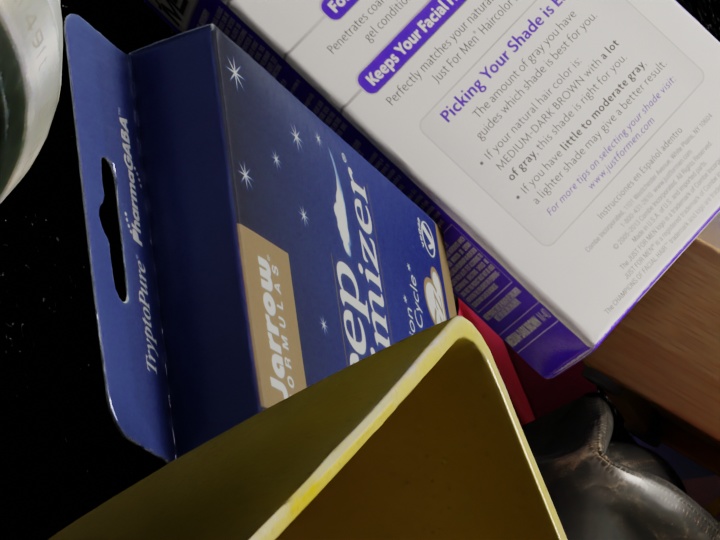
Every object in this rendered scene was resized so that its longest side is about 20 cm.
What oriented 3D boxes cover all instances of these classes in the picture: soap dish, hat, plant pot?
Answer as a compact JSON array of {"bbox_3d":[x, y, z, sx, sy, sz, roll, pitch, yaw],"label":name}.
[{"bbox_3d":[0.163,0.046,0.994,0.157,0.081,0.200,31,-4,15],"label":"soap dish"},{"bbox_3d":[0.080,0.094,0.933,0.201,0.081,0.201,43,15,-14],"label":"hat"},{"bbox_3d":[-0.044,0.151,0.589,0.200,0.176,0.200,68,23,-9],"label":"plant pot"}]

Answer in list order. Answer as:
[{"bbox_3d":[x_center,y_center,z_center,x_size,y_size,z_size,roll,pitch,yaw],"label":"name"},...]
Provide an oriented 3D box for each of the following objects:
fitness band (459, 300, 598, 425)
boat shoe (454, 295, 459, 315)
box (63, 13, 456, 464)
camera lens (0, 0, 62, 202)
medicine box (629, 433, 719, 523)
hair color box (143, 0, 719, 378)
[{"bbox_3d":[0.047,-0.001,1.075,0.200,0.037,0.144,-118,-166,-48],"label":"fitness band"},{"bbox_3d":[0.002,0.001,0.944,0.074,0.066,0.199,24,18,1],"label":"boat shoe"},{"bbox_3d":[-0.016,0.014,0.737,0.200,0.032,0.121,36,40,-59],"label":"box"},{"bbox_3d":[-0.147,-0.101,0.592,0.160,0.160,0.200,51,26,-47],"label":"camera lens"},{"bbox_3d":[0.139,0.176,1.121,0.103,0.182,0.200,40,34,-59],"label":"medicine box"},{"bbox_3d":[0.031,-0.073,0.874,0.200,0.109,0.065,44,-16,0],"label":"hair color box"}]
